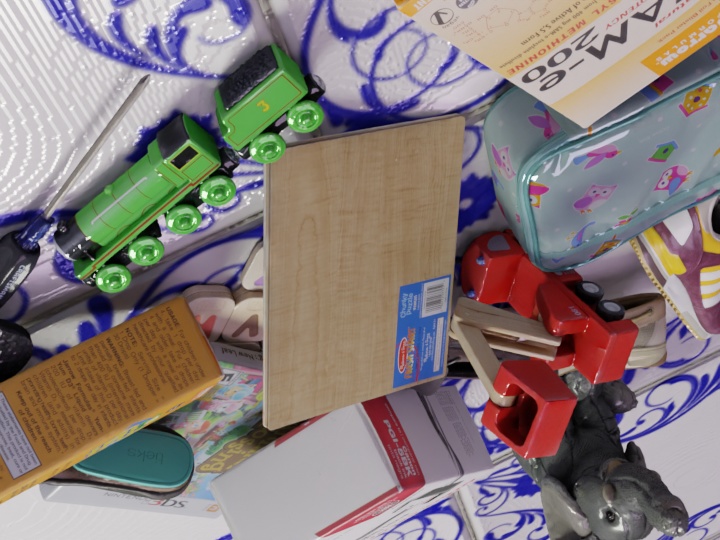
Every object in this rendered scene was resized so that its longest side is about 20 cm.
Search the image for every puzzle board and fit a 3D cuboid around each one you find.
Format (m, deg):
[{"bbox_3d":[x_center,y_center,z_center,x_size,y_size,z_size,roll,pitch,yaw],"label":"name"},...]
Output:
[{"bbox_3d":[0.000,0.000,0.858,0.150,0.017,0.201,-14,120,-31],"label":"puzzle board"}]

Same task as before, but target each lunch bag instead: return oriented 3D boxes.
[{"bbox_3d":[0.191,-0.088,0.889,0.199,0.077,0.161,-25,144,-3],"label":"lunch bag"}]

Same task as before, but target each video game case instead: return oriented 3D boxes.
[{"bbox_3d":[-0.119,0.130,0.993,0.200,0.022,0.182,-41,144,26],"label":"video game case"}]

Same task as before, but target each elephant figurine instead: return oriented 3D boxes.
[{"bbox_3d":[0.215,0.197,1.154,0.141,0.200,0.155,-39,143,16],"label":"elephant figurine"}]

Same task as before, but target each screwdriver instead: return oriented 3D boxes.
[{"bbox_3d":[-0.174,-0.041,0.752,0.029,0.028,0.200,38,117,-21],"label":"screwdriver"}]

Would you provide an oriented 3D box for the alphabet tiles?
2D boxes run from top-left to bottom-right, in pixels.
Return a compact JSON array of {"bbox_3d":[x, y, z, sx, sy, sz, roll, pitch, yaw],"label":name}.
[{"bbox_3d":[-0.056,0.049,0.956,0.199,0.015,0.196,1,136,-34],"label":"alphabet tiles"}]

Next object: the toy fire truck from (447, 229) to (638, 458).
[{"bbox_3d":[0.113,0.041,0.893,0.141,0.200,0.049,-6,126,-32],"label":"toy fire truck"}]

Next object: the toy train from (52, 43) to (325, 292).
[{"bbox_3d":[-0.106,-0.059,0.768,0.200,0.042,0.056,-38,133,15],"label":"toy train"}]

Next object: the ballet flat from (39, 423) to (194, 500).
[{"bbox_3d":[-0.214,0.121,0.883,0.200,0.068,0.068,23,155,-21],"label":"ballet flat"}]

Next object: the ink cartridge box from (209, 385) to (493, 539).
[{"bbox_3d":[0.000,0.162,1.011,0.147,0.083,0.200,-34,163,21],"label":"ink cartridge box"}]

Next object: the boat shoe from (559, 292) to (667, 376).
[{"bbox_3d":[0.162,0.050,1.062,0.199,0.072,0.065,-3,103,-13],"label":"boat shoe"}]

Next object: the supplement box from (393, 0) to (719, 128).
[{"bbox_3d":[0.115,-0.171,0.721,0.126,0.074,0.200,-35,147,28],"label":"supplement box"}]

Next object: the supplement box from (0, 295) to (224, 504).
[{"bbox_3d":[-0.190,0.091,0.817,0.200,0.069,0.067,-30,176,-24],"label":"supplement box"}]

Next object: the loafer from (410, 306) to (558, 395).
[{"bbox_3d":[0.066,0.067,0.967,0.199,0.063,0.072,-7,172,-21],"label":"loafer"}]

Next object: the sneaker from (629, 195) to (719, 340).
[{"bbox_3d":[0.289,-0.008,1.054,0.090,0.075,0.200,-32,146,16],"label":"sneaker"}]

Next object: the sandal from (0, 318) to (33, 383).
[{"bbox_3d":[-0.303,0.058,0.790,0.199,0.045,0.075,-16,140,1],"label":"sandal"}]
